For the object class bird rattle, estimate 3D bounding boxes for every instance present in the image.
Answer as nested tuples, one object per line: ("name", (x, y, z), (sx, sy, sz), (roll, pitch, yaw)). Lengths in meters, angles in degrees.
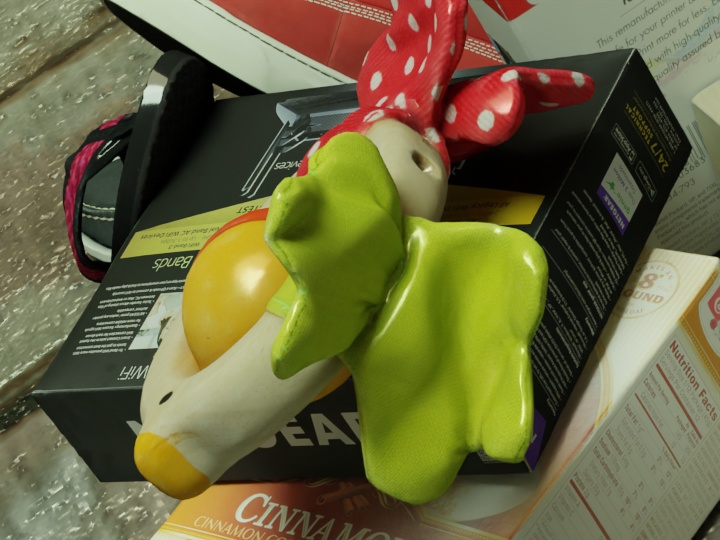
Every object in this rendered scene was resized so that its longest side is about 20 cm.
("bird rattle", (-0.014, -0.010, 0.930), (0.163, 0.113, 0.200), (-40, 26, 24))

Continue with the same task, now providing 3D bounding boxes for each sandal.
("sandal", (-0.096, -0.026, 1.173), (0.045, 0.200, 0.075), (26, 65, 4))

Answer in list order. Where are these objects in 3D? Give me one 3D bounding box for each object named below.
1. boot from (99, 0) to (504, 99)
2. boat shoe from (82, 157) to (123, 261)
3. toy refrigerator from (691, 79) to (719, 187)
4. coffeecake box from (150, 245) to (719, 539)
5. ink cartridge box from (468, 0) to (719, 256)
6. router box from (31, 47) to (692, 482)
("boot", (0.007, -0.124, 1.153), (0.072, 0.199, 0.145), (-158, 90, -82))
("boat shoe", (-0.057, -0.045, 1.265), (0.199, 0.060, 0.076), (-5, 43, 35))
("toy refrigerator", (0.199, -0.013, 1.011), (0.076, 0.070, 0.200), (-29, 34, -8))
("coffeecake box", (0.031, 0.079, 1.025), (0.153, 0.073, 0.200), (10, 52, 47))
("ink cartridge box", (0.106, -0.107, 1.084), (0.116, 0.200, 0.067), (-34, 33, -3))
("router box", (0.000, 0.000, 1.038), (0.199, 0.052, 0.158), (-4, 43, 39))
